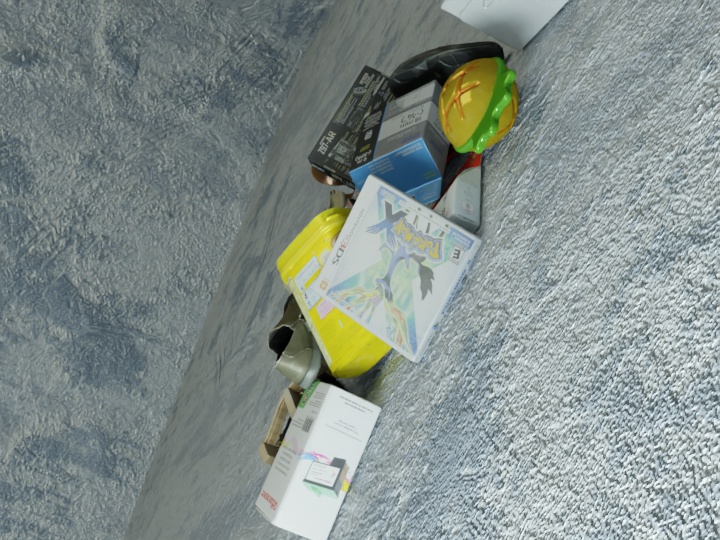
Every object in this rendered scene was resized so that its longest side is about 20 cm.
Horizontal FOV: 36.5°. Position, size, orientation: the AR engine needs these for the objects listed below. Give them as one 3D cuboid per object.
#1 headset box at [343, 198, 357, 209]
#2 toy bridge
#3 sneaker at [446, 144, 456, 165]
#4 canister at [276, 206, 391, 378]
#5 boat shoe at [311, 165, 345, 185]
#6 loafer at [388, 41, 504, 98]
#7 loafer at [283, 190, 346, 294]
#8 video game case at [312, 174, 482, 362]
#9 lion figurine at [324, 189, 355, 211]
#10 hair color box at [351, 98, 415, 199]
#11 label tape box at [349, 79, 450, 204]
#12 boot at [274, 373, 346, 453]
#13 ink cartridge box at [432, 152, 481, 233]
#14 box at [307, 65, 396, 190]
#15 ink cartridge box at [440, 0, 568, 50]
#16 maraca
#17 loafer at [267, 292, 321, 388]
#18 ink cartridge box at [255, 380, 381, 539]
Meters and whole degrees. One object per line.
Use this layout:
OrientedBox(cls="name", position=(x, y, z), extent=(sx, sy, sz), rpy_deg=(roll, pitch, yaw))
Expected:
OrientedBox(cls="headset box", position=(0.000, 0.000, 1.680), extent=(0.202, 0.074, 0.149), rpy_deg=(-60, 41, 22))
OrientedBox(cls="toy bridge", position=(-0.098, 0.205, 1.665), extent=(0.201, 0.027, 0.067), rpy_deg=(-55, 33, 17))
OrientedBox(cls="sneaker", position=(0.137, -0.238, 1.734), extent=(0.202, 0.067, 0.107), rpy_deg=(-53, 33, -12))
OrientedBox(cls="canister", position=(-0.025, 0.034, 1.577), extent=(0.149, 0.086, 0.202), rpy_deg=(-45, 59, 30))
OrientedBox(cls="boat shoe", position=(0.009, -0.201, 1.959), extent=(0.070, 0.197, 0.072), rpy_deg=(-83, -22, -80))
OrientedBox(cls="loafer", position=(0.137, -0.328, 1.717), extent=(0.197, 0.073, 0.073), rpy_deg=(-7, 41, 30))
OrientedBox(cls="loafer", position=(-0.074, -0.042, 1.811), extent=(0.076, 0.067, 0.203), rpy_deg=(113, 175, -79))
OrientedBox(cls="video game case", position=(0.045, -0.006, 1.468), extent=(0.199, 0.022, 0.184), rpy_deg=(33, 100, 33))
OrientedBox(cls="lion figurine", position=(0.013, -0.100, 1.915), extent=(0.200, 0.121, 0.073), rpy_deg=(-126, 46, -57))
OrientedBox(cls="hair color box", position=(0.064, -0.173, 1.802), extent=(0.203, 0.098, 0.061), rpy_deg=(-67, 14, -11))
OrientedBox(cls="label tape box", position=(0.060, -0.175, 1.629), extent=(0.143, 0.063, 0.202), rpy_deg=(-21, 39, 34))
OrientedBox(cls="boot", position=(-0.091, 0.231, 1.743), extent=(0.152, 0.072, 0.200), rpy_deg=(-64, 21, 0))
OrientedBox(cls="ink cartridge box", position=(0.114, -0.083, 1.563), extent=(0.163, 0.056, 0.202), rpy_deg=(-54, 22, 40))
OrientedBox(cls="box", position=(0.025, -0.236, 1.892), extent=(0.202, 0.159, 0.044), rpy_deg=(-59, -22, -9))
OrientedBox(cls="ink cartridge box", position=(0.226, -0.457, 1.584), extent=(0.145, 0.143, 0.202), rpy_deg=(-42, 26, 59))
OrientedBox(cls="maraca", position=(0.165, -0.222, 1.480), extent=(0.200, 0.105, 0.139), rpy_deg=(-120, 49, -74))
OrientedBox(cls="loafer", position=(-0.099, 0.090, 1.634), extent=(0.076, 0.069, 0.201), rpy_deg=(-58, 21, 25))
OrientedBox(cls="ink cartridge box", position=(-0.062, 0.264, 1.536), extent=(0.203, 0.083, 0.145), rpy_deg=(-66, 13, -8))
